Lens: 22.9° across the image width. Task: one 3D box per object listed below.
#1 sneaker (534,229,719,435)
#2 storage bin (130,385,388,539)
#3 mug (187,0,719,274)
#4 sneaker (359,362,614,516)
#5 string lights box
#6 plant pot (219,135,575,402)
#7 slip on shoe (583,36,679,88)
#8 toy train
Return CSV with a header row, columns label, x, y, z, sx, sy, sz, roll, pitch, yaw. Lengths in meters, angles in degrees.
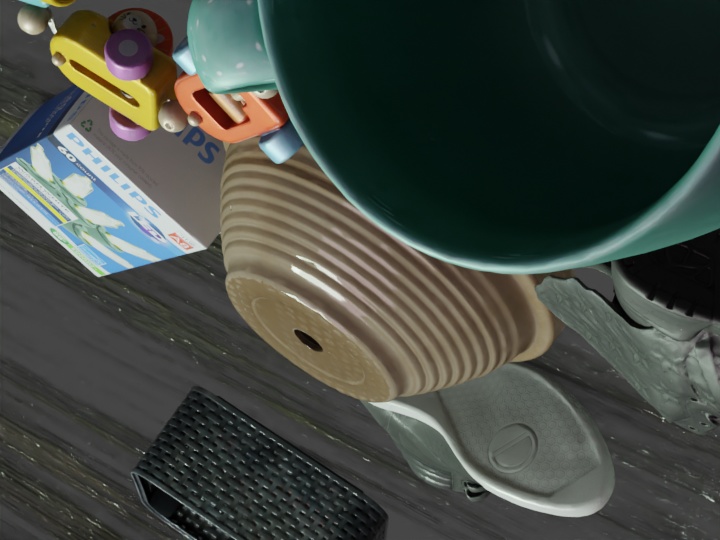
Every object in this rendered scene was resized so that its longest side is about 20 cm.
label,x,y,z,sx,sy,sz,roll,pitch,yaw
sneaker,0.161,0.037,0.741,0.199,0.060,0.104,35,161,19
storage bin,-0.083,0.201,1.501,0.199,0.094,0.135,33,161,12
mug,0.053,-0.088,0.485,0.185,0.153,0.114,32,-154,30
sneaker,0.080,0.099,1.016,0.199,0.071,0.099,26,162,44
string lights box,-0.143,-0.057,1.038,0.103,0.059,0.200,43,160,-16
plant pot,0.000,0.000,0.875,0.200,0.093,0.201,31,162,12
slip on shoe,0.064,-0.094,0.597,0.199,0.075,0.061,9,180,45
toy train,-0.106,-0.128,0.813,0.200,0.056,0.150,44,154,-14
